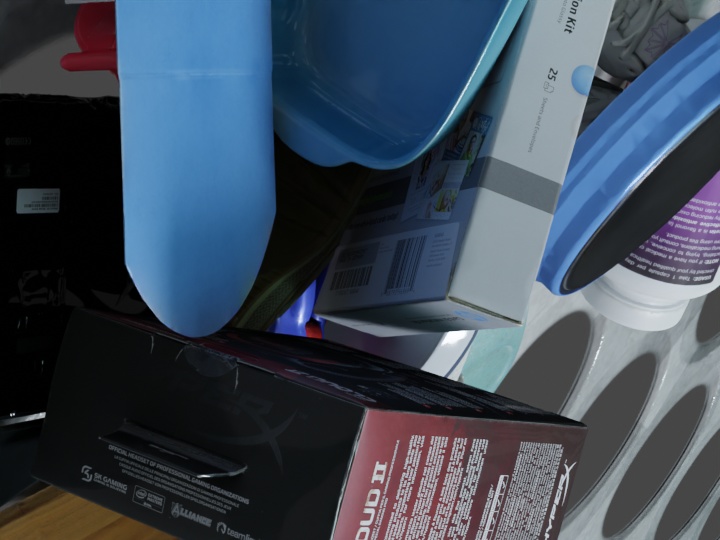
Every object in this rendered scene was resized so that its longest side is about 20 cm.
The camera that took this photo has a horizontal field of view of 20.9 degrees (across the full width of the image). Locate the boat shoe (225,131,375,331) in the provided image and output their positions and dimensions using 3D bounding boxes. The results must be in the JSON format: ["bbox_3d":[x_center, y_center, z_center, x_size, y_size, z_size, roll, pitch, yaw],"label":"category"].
[{"bbox_3d":[-0.055,-0.007,0.897,0.201,0.073,0.063,-58,172,6],"label":"boat shoe"}]

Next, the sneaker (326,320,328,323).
[{"bbox_3d":[0.000,0.000,1.012,0.087,0.074,0.200,-19,135,-32],"label":"sneaker"}]

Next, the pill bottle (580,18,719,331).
[{"bbox_3d":[0.213,-0.060,1.308,0.112,0.112,0.200,-30,146,-47],"label":"pill bottle"}]

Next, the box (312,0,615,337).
[{"bbox_3d":[0.049,-0.072,0.864,0.156,0.041,0.200,-10,-117,68],"label":"box"}]

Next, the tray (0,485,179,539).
[{"bbox_3d":[-0.142,0.155,0.886,0.037,0.099,0.200,-47,167,36],"label":"tray"}]

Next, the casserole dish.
[{"bbox_3d":[0.025,-0.135,0.805,0.039,0.121,0.200,-3,124,-55],"label":"casserole dish"}]

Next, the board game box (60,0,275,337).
[{"bbox_3d":[-0.077,-0.076,0.743,0.158,0.039,0.201,-21,111,-72],"label":"board game box"}]

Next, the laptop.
[{"bbox_3d":[-0.169,0.027,0.783,0.177,0.103,0.201,-8,102,-62],"label":"laptop"}]

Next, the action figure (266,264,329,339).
[{"bbox_3d":[-0.053,0.021,0.958,0.065,0.099,0.201,7,92,-62],"label":"action figure"}]

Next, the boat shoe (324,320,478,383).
[{"bbox_3d":[0.023,0.062,0.988,0.086,0.075,0.202,8,138,-31],"label":"boat shoe"}]

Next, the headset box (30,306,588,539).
[{"bbox_3d":[-0.023,0.072,0.790,0.200,0.148,0.075,11,95,-57],"label":"headset box"}]

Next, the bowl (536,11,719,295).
[{"bbox_3d":[0.162,-0.063,1.064,0.201,0.039,0.201,-41,167,-12],"label":"bowl"}]

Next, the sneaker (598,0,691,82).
[{"bbox_3d":[0.138,-0.154,1.042,0.075,0.100,0.200,-49,157,4],"label":"sneaker"}]

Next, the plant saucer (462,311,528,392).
[{"bbox_3d":[0.044,0.072,1.193,0.201,0.039,0.201,-40,161,-16],"label":"plant saucer"}]

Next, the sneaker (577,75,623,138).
[{"bbox_3d":[0.090,-0.065,1.089,0.200,0.078,0.100,-5,115,-51],"label":"sneaker"}]
